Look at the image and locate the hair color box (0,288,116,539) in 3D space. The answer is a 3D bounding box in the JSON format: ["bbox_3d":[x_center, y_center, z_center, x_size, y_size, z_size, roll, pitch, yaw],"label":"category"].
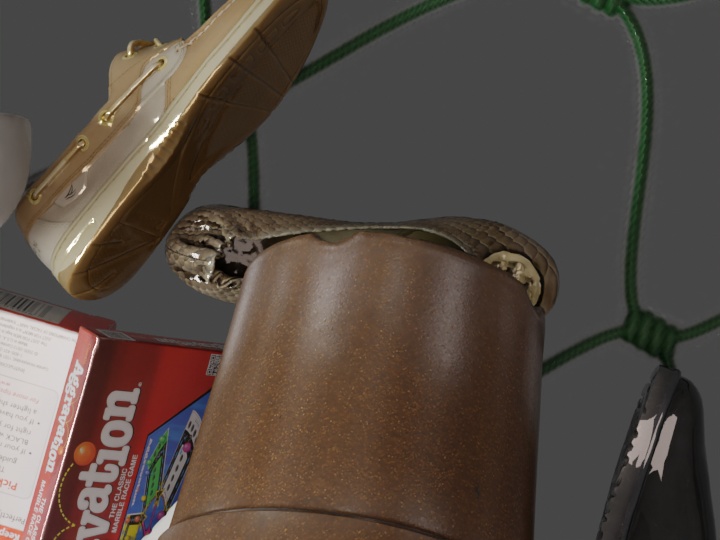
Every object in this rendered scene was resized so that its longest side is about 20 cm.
[{"bbox_3d":[-0.205,0.109,1.356,0.111,0.064,0.200,17,98,0],"label":"hair color box"}]

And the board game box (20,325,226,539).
[{"bbox_3d":[-0.123,0.130,1.342,0.103,0.019,0.200,9,102,-41],"label":"board game box"}]

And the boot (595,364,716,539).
[{"bbox_3d":[0.218,0.148,1.327,0.200,0.066,0.165,16,107,5],"label":"boot"}]

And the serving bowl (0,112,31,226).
[{"bbox_3d":[-0.252,-0.025,1.267,0.200,0.200,0.066,-9,87,5],"label":"serving bowl"}]

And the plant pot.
[{"bbox_3d":[0.001,0.100,1.254,0.200,0.200,0.199,9,66,3],"label":"plant pot"}]

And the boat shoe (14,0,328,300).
[{"bbox_3d":[-0.099,-0.081,1.318,0.069,0.074,0.200,40,90,25],"label":"boat shoe"}]

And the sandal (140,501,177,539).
[{"bbox_3d":[-0.084,0.165,1.330,0.203,0.050,0.083,-39,126,-13],"label":"sandal"}]

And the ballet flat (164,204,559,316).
[{"bbox_3d":[0.000,0.000,1.333,0.200,0.046,0.068,9,99,3],"label":"ballet flat"}]
